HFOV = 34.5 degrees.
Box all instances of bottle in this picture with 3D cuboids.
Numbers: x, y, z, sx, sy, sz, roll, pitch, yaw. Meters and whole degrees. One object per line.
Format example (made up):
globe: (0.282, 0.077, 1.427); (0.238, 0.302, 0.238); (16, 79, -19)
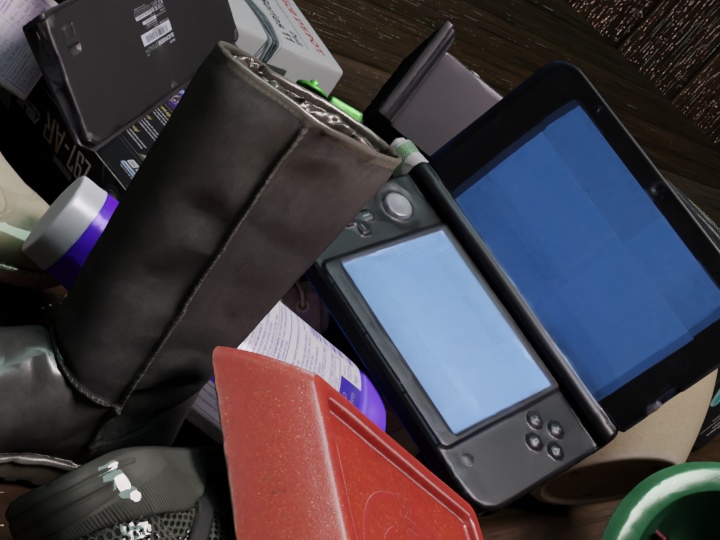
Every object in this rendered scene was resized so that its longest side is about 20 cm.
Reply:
bottle: (-0.075, 0.035, 0.579); (0.200, 0.065, 0.084); (41, 24, -21)

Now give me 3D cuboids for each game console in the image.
game console: (0.087, 0.002, 0.633); (0.170, 0.118, 0.200); (-19, 68, -42)

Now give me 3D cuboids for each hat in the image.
hat: (0.201, 0.218, 0.752); (0.199, 0.176, 0.166); (8, 71, -16)

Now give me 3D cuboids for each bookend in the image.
bookend: (0.104, -0.104, 1.010); (0.199, 0.092, 0.200); (37, -3, -6)

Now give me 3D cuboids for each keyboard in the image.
keyboard: (-0.136, -0.146, 0.664); (0.200, 0.040, 0.104); (-56, 136, -58)

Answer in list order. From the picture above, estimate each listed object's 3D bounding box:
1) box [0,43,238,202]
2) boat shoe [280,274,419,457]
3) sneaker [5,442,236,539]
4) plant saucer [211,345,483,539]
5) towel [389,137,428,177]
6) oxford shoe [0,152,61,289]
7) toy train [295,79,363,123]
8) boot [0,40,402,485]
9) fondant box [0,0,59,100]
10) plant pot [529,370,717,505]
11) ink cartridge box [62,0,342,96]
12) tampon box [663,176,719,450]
box: (-0.115, -0.088, 0.699); (0.160, 0.044, 0.200); (-12, 47, -41)
boat shoe: (-0.033, 0.033, 0.672); (0.200, 0.069, 0.074); (36, 23, -9)
sneaker: (-0.056, 0.128, 0.469); (0.114, 0.076, 0.199); (68, 14, 11)
plant saucer: (0.020, 0.144, 0.475); (0.200, 0.037, 0.200); (45, 22, -45)
towel: (0.095, -0.008, 0.936); (0.200, 0.031, 0.149); (51, -2, 19)
oxford shoe: (-0.216, -0.069, 0.571); (0.200, 0.074, 0.071); (38, 23, -5)
toy train: (-0.048, -0.104, 0.838); (0.056, 0.042, 0.200); (27, -4, -16)
boot: (-0.100, -0.002, 0.462); (0.182, 0.200, 0.073); (16, 33, -44)
fondant box: (-0.262, -0.181, 0.600); (0.144, 0.058, 0.200); (31, -5, 35)
plant pot: (0.145, 0.074, 0.753); (0.200, 0.200, 0.135); (19, 53, -40)
ink cartridge box: (-0.130, -0.199, 0.933); (0.200, 0.083, 0.147); (16, 33, -46)
tampon box: (0.273, 0.042, 0.986); (0.200, 0.150, 0.126); (30, 23, -50)
